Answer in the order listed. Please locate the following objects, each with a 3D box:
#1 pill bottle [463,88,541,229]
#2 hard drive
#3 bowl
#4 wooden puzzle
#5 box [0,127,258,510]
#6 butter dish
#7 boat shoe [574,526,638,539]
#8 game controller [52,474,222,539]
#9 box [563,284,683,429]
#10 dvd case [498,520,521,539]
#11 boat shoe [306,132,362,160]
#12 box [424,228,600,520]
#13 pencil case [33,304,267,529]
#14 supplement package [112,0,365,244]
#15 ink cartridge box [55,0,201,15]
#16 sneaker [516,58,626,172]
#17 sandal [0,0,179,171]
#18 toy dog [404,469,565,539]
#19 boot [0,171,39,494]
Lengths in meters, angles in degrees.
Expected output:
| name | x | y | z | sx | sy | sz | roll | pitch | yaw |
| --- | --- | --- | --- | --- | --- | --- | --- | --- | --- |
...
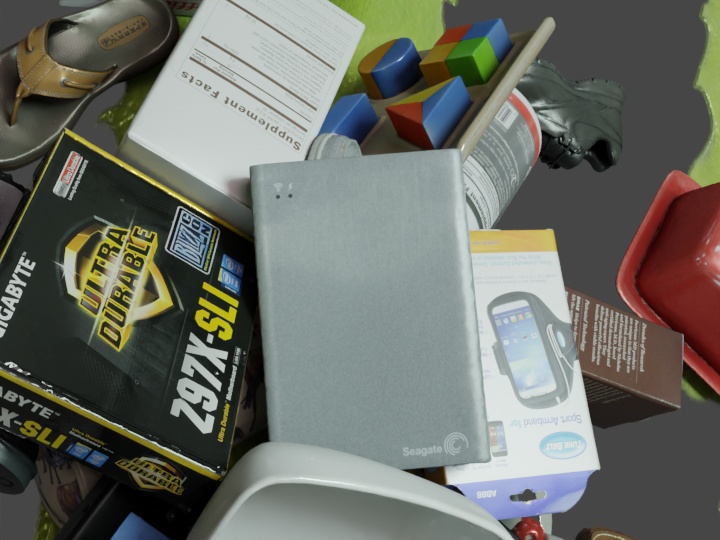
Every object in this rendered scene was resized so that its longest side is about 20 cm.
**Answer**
| name | x | y | z | sx | sy | sz | roll | pitch | yaw |
| --- | --- | --- | --- | --- | --- | --- | --- | --- | --- |
| pill bottle | 0.062 | -0.065 | 0.821 | 0.116 | 0.116 | 0.200 | 41 | 56 | -7 |
| hard drive | 0.005 | 0.028 | 0.638 | 0.138 | 0.033 | 0.202 | -5 | 83 | -1 |
| bowl | -0.027 | 0.193 | 0.592 | 0.199 | 0.201 | 0.075 | 22 | 17 | -26 |
| wooden puzzle | 0.036 | -0.136 | 0.785 | 0.046 | 0.199 | 0.186 | 55 | 51 | -27 |
| box | -0.144 | 0.023 | 0.597 | 0.159 | 0.049 | 0.201 | 33 | 35 | -22 |
| butter dish | 0.374 | -0.002 | 0.950 | 0.199 | 0.148 | 0.200 | 42 | 56 | -6 |
| boat shoe | 0.264 | 0.270 | 0.815 | 0.199 | 0.074 | 0.076 | 33 | 57 | -14 |
| game controller | -0.154 | 0.199 | 0.587 | 0.104 | 0.042 | 0.201 | 46 | 71 | -31 |
| box | 0.161 | 0.065 | 0.828 | 0.199 | 0.100 | 0.076 | 23 | 63 | -20 |
| dvd case | 0.064 | 0.277 | 0.684 | 0.143 | 0.018 | 0.200 | 42 | 81 | -7 |
| boat shoe | 0.000 | 0.000 | 0.693 | 0.074 | 0.064 | 0.204 | 35 | 49 | -67 |
| box | 0.095 | 0.071 | 0.696 | 0.118 | 0.041 | 0.202 | -1 | 73 | -19 |
| pencil case | -0.125 | 0.092 | 0.670 | 0.199 | 0.078 | 0.090 | -26 | 104 | -34 |
| supplement package | -0.099 | -0.117 | 0.748 | 0.119 | 0.121 | 0.201 | 30 | 58 | -15 |
| ink cartridge box | -0.144 | -0.278 | 0.747 | 0.145 | 0.200 | 0.085 | -4 | 74 | -30 |
| sneaker | 0.179 | -0.145 | 0.951 | 0.198 | 0.076 | 0.092 | 5 | 74 | -25 |
| sandal | -0.213 | -0.151 | 0.732 | 0.200 | 0.055 | 0.082 | -38 | 89 | -25 |
| toy dog | 0.087 | 0.172 | 0.753 | 0.131 | 0.096 | 0.201 | -25 | 94 | -11 |
| boot | -0.238 | 0.021 | 0.612 | 0.199 | 0.077 | 0.169 | 27 | 57 | 14 |
